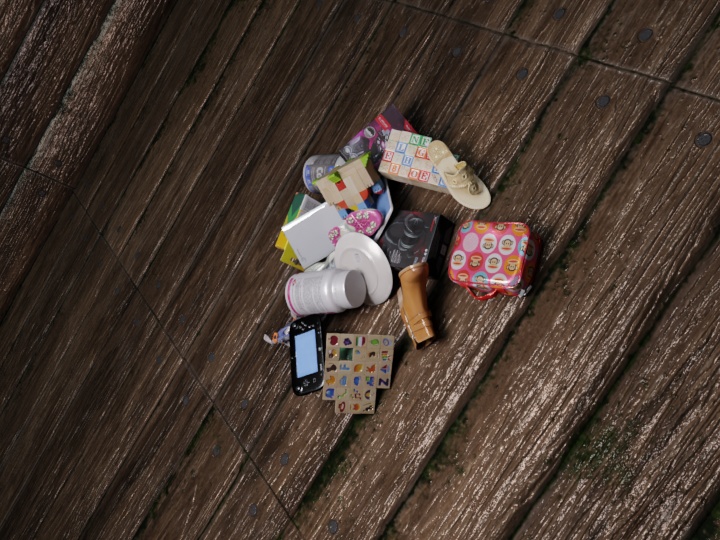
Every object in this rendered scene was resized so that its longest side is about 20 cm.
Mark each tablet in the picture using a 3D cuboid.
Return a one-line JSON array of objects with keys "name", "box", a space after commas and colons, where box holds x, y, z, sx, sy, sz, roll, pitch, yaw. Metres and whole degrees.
[{"name": "tablet", "box": [0.048, -0.159, 1.747, 0.201, 0.013, 0.131, -98, 31, -56]}]

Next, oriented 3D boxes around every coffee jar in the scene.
[{"name": "coffee jar", "box": [-0.053, 0.233, 1.677, 0.198, 0.105, 0.086, -19, 24, 35]}]

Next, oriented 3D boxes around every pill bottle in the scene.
[{"name": "pill bottle", "box": [-0.090, 0.056, 1.711, 0.197, 0.113, 0.116, -8, 67, 37]}, {"name": "pill bottle", "box": [-0.063, -0.279, 1.901, 0.198, 0.113, 0.116, 5, 76, 44]}]

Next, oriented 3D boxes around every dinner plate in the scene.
[{"name": "dinner plate", "box": [0.000, 0.000, 1.702, 0.198, 0.024, 0.204, 22, 125, 35]}]

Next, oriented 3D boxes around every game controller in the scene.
[{"name": "game controller", "box": [-0.132, 0.210, 1.655, 0.103, 0.042, 0.204, -26, 58, 33]}]

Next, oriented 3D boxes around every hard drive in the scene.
[{"name": "hard drive", "box": [-0.103, -0.110, 1.827, 0.198, 0.027, 0.133, -28, 97, 9]}]

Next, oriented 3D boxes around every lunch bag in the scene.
[{"name": "lunch bag", "box": [0.297, -0.018, 1.485, 0.198, 0.081, 0.179, 9, 79, 43]}]

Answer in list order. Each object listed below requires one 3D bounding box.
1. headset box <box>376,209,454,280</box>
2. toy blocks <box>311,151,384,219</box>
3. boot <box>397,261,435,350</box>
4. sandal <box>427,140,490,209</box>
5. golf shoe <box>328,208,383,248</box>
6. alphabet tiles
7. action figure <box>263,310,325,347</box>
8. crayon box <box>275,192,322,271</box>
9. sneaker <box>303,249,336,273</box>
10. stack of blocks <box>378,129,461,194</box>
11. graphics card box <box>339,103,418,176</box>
[{"name": "headset box", "box": [0.123, -0.069, 1.669, 0.198, 0.077, 0.152, 12, 80, 43]}, {"name": "toy blocks", "box": [-0.019, -0.211, 1.729, 0.198, 0.138, 0.100, -23, 17, 30]}, {"name": "boot", "box": [0.134, 0.085, 1.538, 0.201, 0.075, 0.158, 112, 146, -57]}, {"name": "sandal", "box": [0.230, -0.234, 1.586, 0.077, 0.070, 0.213, -39, 74, 4]}, {"name": "golf shoe", "box": [-0.002, -0.122, 1.720, 0.198, 0.091, 0.076, -22, 102, 47]}, {"name": "alphabet tiles", "box": [-0.006, 0.251, 1.592, 0.008, 0.164, 0.204, -120, 33, -74]}, {"name": "action figure", "box": [-0.153, 0.167, 1.810, 0.198, 0.106, 0.192, -29, 23, -26]}, {"name": "crayon box", "box": [-0.166, -0.108, 1.911, 0.050, 0.126, 0.203, 17, 83, 44]}, {"name": "sneaker", "box": [-0.065, 0.001, 1.826, 0.199, 0.077, 0.088, -33, 71, 31]}, {"name": "stack of blocks", "box": [0.158, -0.279, 1.689, 0.197, 0.058, 0.117, 18, 85, 22]}, {"name": "graphics card box", "box": [0.053, -0.336, 1.781, 0.199, 0.051, 0.126, -40, 87, -3]}]
